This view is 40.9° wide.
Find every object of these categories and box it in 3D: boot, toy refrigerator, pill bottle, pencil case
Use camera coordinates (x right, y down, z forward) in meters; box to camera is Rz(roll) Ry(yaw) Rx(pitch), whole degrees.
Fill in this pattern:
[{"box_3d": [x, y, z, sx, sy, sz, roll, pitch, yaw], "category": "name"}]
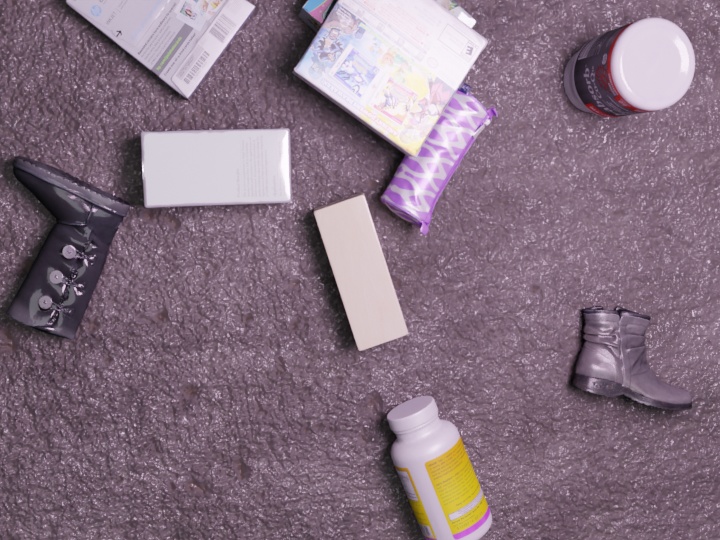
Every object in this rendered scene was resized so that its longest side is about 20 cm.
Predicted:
[{"box_3d": [0.413, 0.128, 1.427, 0.197, 0.070, 0.134, 14, 88, -14], "category": "boot"}, {"box_3d": [0.000, 0.000, 1.347, 0.075, 0.070, 0.203, -19, 97, 0], "category": "toy refrigerator"}, {"box_3d": [-0.418, -0.028, 1.282, 0.163, 0.066, 0.203, 25, 95, -9], "category": "boot"}, {"box_3d": [0.107, 0.285, 1.370, 0.103, 0.104, 0.203, -23, 99, -6], "category": "pill bottle"}, {"box_3d": [0.108, -0.155, 1.340, 0.085, 0.084, 0.202, 32, 91, 21], "category": "pencil case"}, {"box_3d": [0.356, -0.269, 1.312, 0.114, 0.200, 0.118, -1, 95, -9], "category": "pill bottle"}]

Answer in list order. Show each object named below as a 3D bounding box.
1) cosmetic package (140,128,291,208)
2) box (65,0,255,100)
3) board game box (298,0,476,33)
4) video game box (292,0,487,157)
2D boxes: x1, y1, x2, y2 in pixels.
[{"box_3d": [-0.192, -0.138, 1.301, 0.196, 0.074, 0.104, -1, 95, -7], "category": "cosmetic package"}, {"box_3d": [-0.264, -0.351, 1.286, 0.199, 0.041, 0.157, 37, 88, -11], "category": "box"}, {"box_3d": [0.036, -0.344, 1.324, 0.199, 0.064, 0.148, 39, 88, -9], "category": "board game box"}, {"box_3d": [0.039, -0.281, 1.276, 0.199, 0.047, 0.184, 34, 88, -11], "category": "video game box"}]
